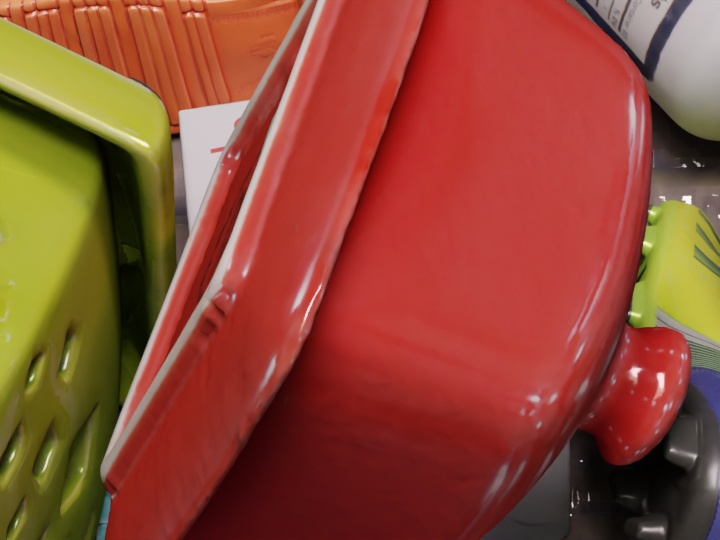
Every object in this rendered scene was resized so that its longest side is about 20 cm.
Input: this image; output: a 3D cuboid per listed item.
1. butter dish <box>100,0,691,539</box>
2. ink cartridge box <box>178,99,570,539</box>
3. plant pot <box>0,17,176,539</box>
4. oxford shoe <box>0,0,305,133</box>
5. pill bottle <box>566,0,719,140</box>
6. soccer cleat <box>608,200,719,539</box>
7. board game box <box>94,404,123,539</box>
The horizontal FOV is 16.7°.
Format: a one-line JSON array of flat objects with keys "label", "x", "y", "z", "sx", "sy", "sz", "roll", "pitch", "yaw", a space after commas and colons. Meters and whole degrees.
[{"label": "butter dish", "x": 0.026, "y": 0.010, "z": 0.708, "sx": 0.147, "sy": 0.200, "sz": 0.201, "roll": 24, "pitch": 55, "yaw": -7}, {"label": "ink cartridge box", "x": 0.000, "y": 0.000, "z": 0.847, "sx": 0.114, "sy": 0.068, "sz": 0.201, "roll": -9, "pitch": 54, "yaw": 0}, {"label": "plant pot", "x": -0.165, "y": 0.018, "z": 0.780, "sx": 0.198, "sy": 0.200, "sz": 0.182, "roll": 25, "pitch": 61, "yaw": 13}, {"label": "oxford shoe", "x": -0.058, "y": -0.103, "z": 0.934, "sx": 0.198, "sy": 0.072, "sz": 0.073, "roll": -4, "pitch": 48, "yaw": 0}, {"label": "pill bottle", "x": 0.128, "y": -0.119, "z": 0.879, "sx": 0.111, "sy": 0.111, "sz": 0.200, "roll": -35, "pitch": 66, "yaw": -8}, {"label": "soccer cleat", "x": 0.121, "y": 0.041, "z": 0.803, "sx": 0.083, "sy": 0.065, "sz": 0.200, "roll": 15, "pitch": 25, "yaw": -7}, {"label": "board game box", "x": -0.071, "y": 0.112, "z": 0.852, "sx": 0.198, "sy": 0.028, "sz": 0.136, "roll": -1, "pitch": 66, "yaw": 8}]
